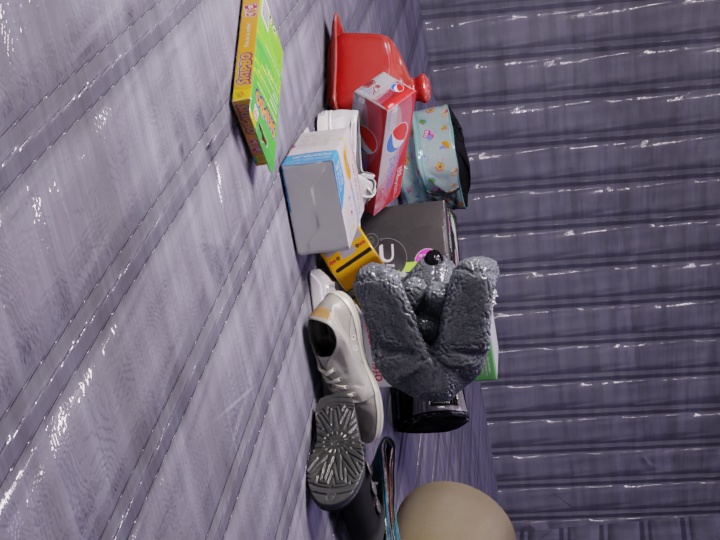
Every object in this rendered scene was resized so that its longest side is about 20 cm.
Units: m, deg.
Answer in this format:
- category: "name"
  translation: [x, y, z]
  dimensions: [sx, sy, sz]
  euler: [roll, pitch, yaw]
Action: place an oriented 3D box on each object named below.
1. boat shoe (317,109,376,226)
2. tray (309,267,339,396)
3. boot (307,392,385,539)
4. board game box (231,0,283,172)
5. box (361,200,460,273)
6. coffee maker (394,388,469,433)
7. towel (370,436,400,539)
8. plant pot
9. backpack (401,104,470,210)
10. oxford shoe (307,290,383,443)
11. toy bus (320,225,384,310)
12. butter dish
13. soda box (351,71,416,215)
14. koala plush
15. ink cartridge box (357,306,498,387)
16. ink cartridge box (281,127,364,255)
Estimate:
- category: "boat shoe"
  translation: [-0.013, -0.125, 1.800]
  dimensions: [0.072, 0.068, 0.201]
  euler: [-33, 115, -80]
- category: "tray"
  translation: [-0.035, 0.097, 1.650]
  dimensions: [0.107, 0.022, 0.201]
  euler: [-12, 95, -80]
- category: "boot"
  translation: [-0.014, 0.273, 1.546]
  dimensions: [0.165, 0.065, 0.201]
  euler: [-84, 169, -48]
- category: "board game box"
  translation: [-0.110, -0.205, 1.396]
  dimensions: [0.096, 0.030, 0.201]
  euler: [72, 12, -48]
- category: "box"
  translation: [0.077, -0.031, 2.038]
  dimensions: [0.200, 0.148, 0.125]
  euler: [32, 54, -79]
- category: "coffee maker"
  translation: [0.118, 0.172, 2.188]
  dimensions: [0.192, 0.134, 0.201]
  euler: [58, 27, -71]
- category: "towel"
  translation: [0.031, 0.316, 1.736]
  dimensions: [0.200, 0.022, 0.148]
  euler: [102, -13, -68]
- category: "plant pot"
  translation: [0.110, 0.434, 1.835]
  dimensions: [0.200, 0.186, 0.188]
  euler: [-50, 134, -60]
- category: "backpack"
  translation: [0.141, -0.226, 2.561]
  dimensions: [0.200, 0.152, 0.177]
  euler: [86, -1, -62]
- category: "oxford shoe"
  translation: [-0.022, 0.123, 1.563]
  dimensions: [0.058, 0.075, 0.201]
  euler: [-30, 116, -36]
- category: "toy bus"
  translation: [0.000, 0.000, 1.746]
  dimensions: [0.078, 0.065, 0.200]
  euler: [55, 1, 18]
- category: "butter dish"
  translation: [0.033, -0.266, 1.949]
  dimensions: [0.200, 0.147, 0.200]
  euler: [71, 15, -53]
- category: "soda box"
  translation: [0.025, -0.179, 1.853]
  dimensions: [0.070, 0.063, 0.201]
  euler: [-39, 151, -35]
- category: "koala plush"
  translation: [0.090, 0.049, 1.626]
  dimensions: [0.200, 0.176, 0.185]
  euler: [-75, 161, -70]
- category: "ink cartridge box"
  translation: [0.099, 0.093, 1.929]
  dimensions: [0.084, 0.199, 0.147]
  euler: [-78, 159, -55]
- category: "ink cartridge box"
  translation: [-0.042, -0.108, 1.611]
  dimensions: [0.200, 0.067, 0.116]
  euler: [-73, 155, -69]
